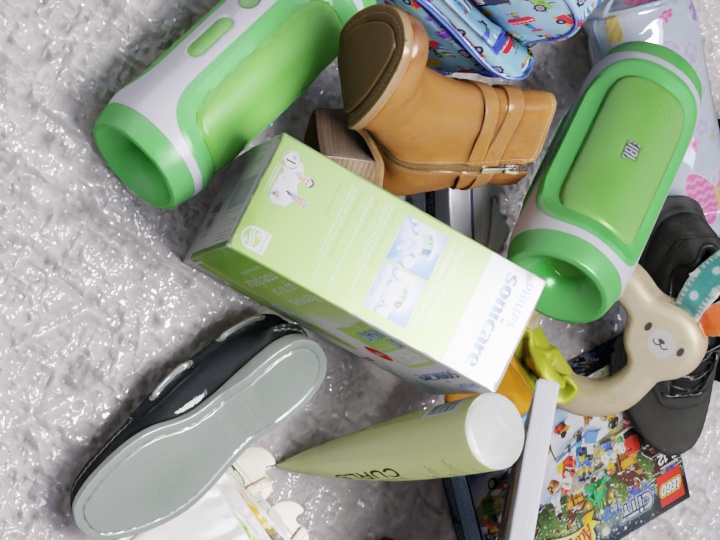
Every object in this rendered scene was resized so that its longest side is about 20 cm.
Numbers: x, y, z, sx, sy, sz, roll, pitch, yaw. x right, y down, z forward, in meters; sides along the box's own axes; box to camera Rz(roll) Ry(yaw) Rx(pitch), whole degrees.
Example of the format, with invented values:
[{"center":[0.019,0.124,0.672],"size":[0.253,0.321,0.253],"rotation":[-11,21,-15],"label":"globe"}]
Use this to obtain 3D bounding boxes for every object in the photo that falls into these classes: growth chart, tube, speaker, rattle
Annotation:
[{"center":[-0.089,0.209,1.661],"size":[0.144,0.018,0.201],"rotation":[-25,85,-27],"label":"growth chart"},{"center":[0.029,0.122,1.674],"size":[0.058,0.200,0.052],"rotation":[49,55,-20],"label":"tube"},{"center":[0.169,-0.063,1.708],"size":[0.089,0.088,0.201],"rotation":[50,50,-31],"label":"speaker"},{"center":[0.174,0.048,1.710],"size":[0.143,0.199,0.131],"rotation":[-2,92,-62],"label":"rattle"},{"center":[-0.080,-0.132,1.621],"size":[0.200,0.088,0.089],"rotation":[-45,120,-22],"label":"speaker"}]

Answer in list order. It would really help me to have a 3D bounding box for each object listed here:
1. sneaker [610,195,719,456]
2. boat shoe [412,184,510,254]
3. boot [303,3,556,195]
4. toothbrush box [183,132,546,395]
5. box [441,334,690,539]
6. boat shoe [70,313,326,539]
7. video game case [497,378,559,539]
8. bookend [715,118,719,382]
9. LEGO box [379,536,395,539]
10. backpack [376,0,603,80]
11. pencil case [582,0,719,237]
[{"center":[0.231,0.051,1.810],"size":[0.076,0.091,0.201],"rotation":[-10,116,-13],"label":"sneaker"},{"center":[0.075,-0.030,1.757],"size":[0.065,0.073,0.201],"rotation":[-1,99,-32],"label":"boat shoe"},{"center":[0.058,-0.106,1.623],"size":[0.154,0.200,0.077],"rotation":[1,58,-16],"label":"boot"},{"center":[0.000,0.000,1.623],"size":[0.199,0.146,0.086],"rotation":[28,80,-13],"label":"toothbrush box"},{"center":[0.153,0.149,1.864],"size":[0.199,0.038,0.137],"rotation":[-27,112,-30],"label":"box"},{"center":[-0.114,0.103,1.648],"size":[0.200,0.060,0.076],"rotation":[-33,129,-17],"label":"boat shoe"},{"center":[0.106,0.175,1.689],"size":[0.017,0.200,0.144],"rotation":[11,66,2],"label":"video game case"},{"center":[0.357,-0.017,1.955],"size":[0.199,0.092,0.200],"rotation":[-3,101,-37],"label":"bookend"},{"center":[-0.006,0.309,1.748],"size":[0.200,0.077,0.149],"rotation":[-36,116,-26],"label":"LEGO box"},{"center":[0.087,-0.216,1.658],"size":[0.183,0.200,0.135],"rotation":[43,72,-34],"label":"backpack"},{"center":[0.218,-0.114,1.843],"size":[0.090,0.083,0.201],"rotation":[-17,108,-18],"label":"pencil case"}]
